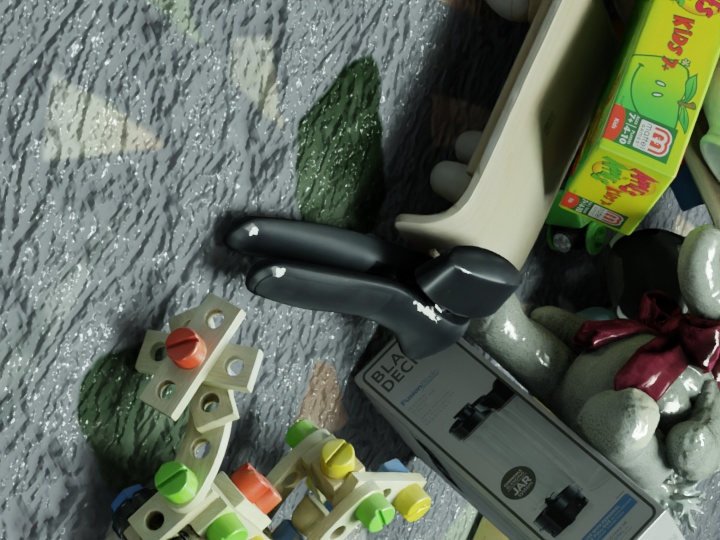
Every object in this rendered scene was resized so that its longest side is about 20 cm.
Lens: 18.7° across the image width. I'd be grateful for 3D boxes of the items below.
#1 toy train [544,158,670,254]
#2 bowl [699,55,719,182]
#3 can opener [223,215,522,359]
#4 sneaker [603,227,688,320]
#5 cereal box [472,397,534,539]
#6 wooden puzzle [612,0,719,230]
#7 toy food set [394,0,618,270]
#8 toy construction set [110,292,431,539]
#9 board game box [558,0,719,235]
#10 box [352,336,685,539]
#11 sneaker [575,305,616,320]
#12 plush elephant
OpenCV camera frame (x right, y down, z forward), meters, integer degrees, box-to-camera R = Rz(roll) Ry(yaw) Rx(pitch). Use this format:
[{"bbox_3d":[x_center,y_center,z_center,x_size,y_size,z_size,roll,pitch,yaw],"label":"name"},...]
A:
[{"bbox_3d":[0.178,-0.073,1.418,0.200,0.042,0.057,-39,125,-43],"label":"toy train"},{"bbox_3d":[0.264,-0.073,1.282,0.090,0.201,0.201,-44,144,-4],"label":"bowl"},{"bbox_3d":[0.000,0.000,1.154,0.200,0.063,0.079,13,124,-47],"label":"can opener"},{"bbox_3d":[0.235,0.005,1.383,0.200,0.087,0.076,11,68,-48],"label":"sneaker"},{"bbox_3d":[0.141,0.178,1.486,0.200,0.039,0.144,39,72,-57],"label":"cereal box"},{"bbox_3d":[0.222,-0.115,1.404,0.185,0.046,0.201,-19,89,-56],"label":"wooden puzzle"},{"bbox_3d":[0.082,-0.093,1.249,0.201,0.060,0.144,-65,160,-9],"label":"toy food set"},{"bbox_3d":[-0.053,0.106,1.092,0.131,0.092,0.200,-41,136,-2],"label":"toy construction set"},{"bbox_3d":[0.178,-0.131,1.257,0.102,0.047,0.201,112,0,-71],"label":"board game box"},{"bbox_3d":[0.095,0.118,1.223,0.060,0.200,0.117,-46,143,-6],"label":"box"},{"bbox_3d":[0.190,0.025,1.451,0.131,0.079,0.200,-65,158,-7],"label":"sneaker"},{"bbox_3d":[0.186,0.047,1.249,0.155,0.165,0.200,-48,129,-1],"label":"plush elephant"}]
